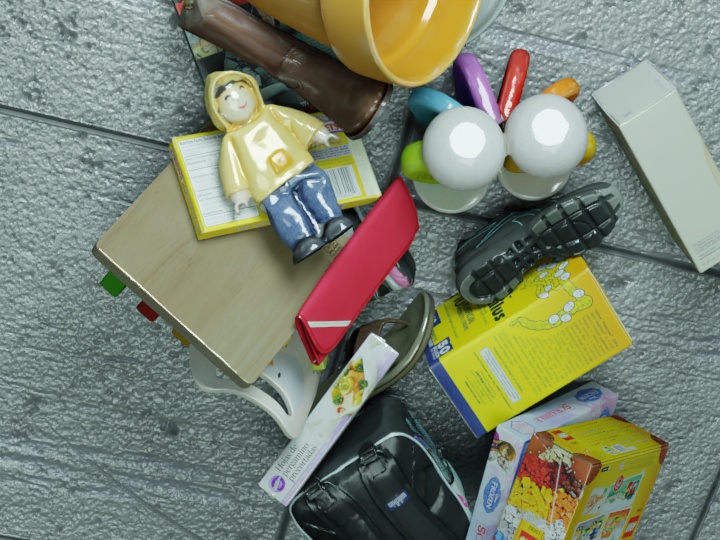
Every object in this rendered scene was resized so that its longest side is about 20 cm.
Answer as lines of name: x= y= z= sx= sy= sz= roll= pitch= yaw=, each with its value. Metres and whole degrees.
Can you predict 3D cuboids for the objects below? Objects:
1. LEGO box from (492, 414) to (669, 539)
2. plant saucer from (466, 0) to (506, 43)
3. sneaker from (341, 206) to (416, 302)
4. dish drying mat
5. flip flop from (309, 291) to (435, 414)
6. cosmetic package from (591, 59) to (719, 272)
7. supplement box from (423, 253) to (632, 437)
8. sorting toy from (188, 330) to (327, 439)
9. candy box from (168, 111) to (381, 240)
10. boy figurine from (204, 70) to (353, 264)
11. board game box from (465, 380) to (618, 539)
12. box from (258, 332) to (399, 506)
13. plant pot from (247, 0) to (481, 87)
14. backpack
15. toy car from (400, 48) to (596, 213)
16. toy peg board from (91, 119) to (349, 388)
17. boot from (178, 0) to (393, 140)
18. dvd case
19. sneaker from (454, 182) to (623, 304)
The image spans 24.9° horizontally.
LEGO box: x=0.239 y=0.248 z=1.770 sx=0.199 sy=0.077 sz=0.150 roll=-1 pitch=115 yaw=-56
plant saucer: x=0.062 y=-0.301 z=1.609 sx=0.198 sy=0.050 sz=0.202 roll=-3 pitch=115 yaw=-7
sneaker: x=-0.033 y=-0.035 z=1.707 sx=0.086 sy=0.081 sz=0.200 roll=-35 pitch=110 yaw=20
dish drying mat: x=0.000 y=0.000 z=1.636 sx=0.200 sy=0.018 sz=0.077 roll=-53 pitch=139 yaw=-30
flip flop: x=0.003 y=0.095 z=1.773 sx=0.200 sy=0.081 sz=0.058 roll=-39 pitch=117 yaw=17
cosmetic package: x=0.328 y=-0.109 z=1.709 sx=0.073 sy=0.104 sz=0.201 roll=-31 pitch=117 yaw=6
supplement box: x=0.174 y=0.067 z=1.764 sx=0.199 sy=0.109 sz=0.110 roll=-32 pitch=115 yaw=7
sorting toy: x=-0.106 y=0.083 z=1.682 sx=0.199 sy=0.181 sz=0.107 roll=31 pitch=127 yaw=-21
candy box: x=-0.084 y=-0.098 z=1.618 sx=0.198 sy=0.103 sz=0.026 roll=-13 pitch=163 yaw=-26
boy figurine: x=-0.081 y=-0.111 z=1.565 sx=0.124 sy=0.064 sz=0.201 roll=-30 pitch=89 yaw=-7
board game box: x=0.198 y=0.241 z=1.821 sx=0.199 sy=0.041 sz=0.202 roll=-18 pitch=128 yaw=-49
box: x=-0.032 y=0.155 z=1.710 sx=0.039 sy=0.041 sz=0.201 roll=36 pitch=88 yaw=6
plant pot: x=-0.010 y=-0.285 z=1.496 sx=0.182 sy=0.200 sz=0.202 roll=18 pitch=120 yaw=32
backpack: x=0.025 y=0.254 z=1.807 sx=0.177 sy=0.151 sz=0.201 roll=-34 pitch=112 yaw=9
toy car: x=0.133 y=-0.149 z=1.647 sx=0.198 sy=0.175 sz=0.152 roll=-9 pitch=82 yaw=-4
toy peg board: x=-0.144 y=-0.006 z=1.627 sx=0.199 sy=0.200 sz=0.098 roll=42 pitch=148 yaw=-4
boot: x=-0.078 y=-0.204 z=1.539 sx=0.199 sy=0.186 sz=0.065 roll=32 pitch=88 yaw=-22
dvd case: x=-0.100 y=-0.236 z=1.631 sx=0.145 sy=0.022 sz=0.202 roll=-19 pitch=115 yaw=1
sneaker: x=0.181 y=-0.045 z=1.718 sx=0.199 sy=0.080 sz=0.076 roll=-29 pitch=127 yaw=14
